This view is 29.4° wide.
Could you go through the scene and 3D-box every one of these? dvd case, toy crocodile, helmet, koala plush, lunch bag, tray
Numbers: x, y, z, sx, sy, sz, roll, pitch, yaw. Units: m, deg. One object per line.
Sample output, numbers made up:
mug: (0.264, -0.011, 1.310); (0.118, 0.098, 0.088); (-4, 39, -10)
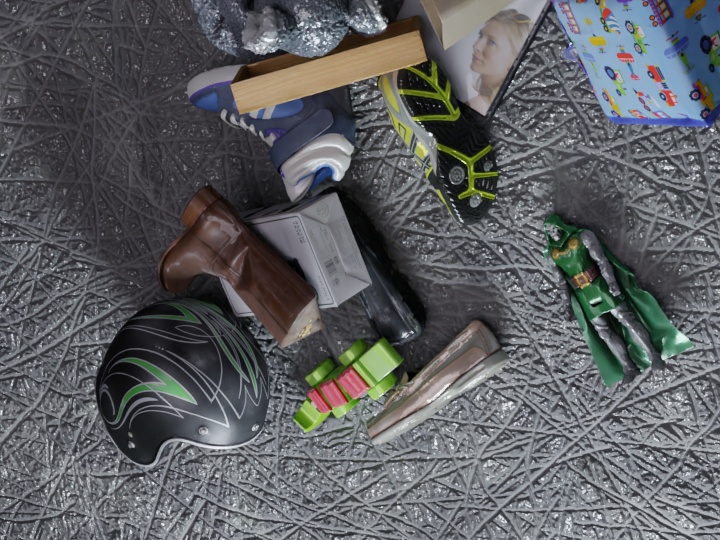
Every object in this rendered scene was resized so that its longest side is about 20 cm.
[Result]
dvd case: (0.121, -0.277, 1.434); (0.142, 0.018, 0.201); (33, 119, 9)
toy crocodile: (-0.017, 0.133, 1.615); (0.068, 0.062, 0.200); (51, 139, -3)
helmet: (-0.205, 0.130, 1.639); (0.190, 0.200, 0.201); (-31, 96, 36)
koala plush: (-0.073, -0.278, 1.394); (0.200, 0.176, 0.185); (42, 136, 46)
lunch bag: (0.262, -0.218, 1.327); (0.199, 0.094, 0.151); (2, 127, 60)
tray: (-0.031, -0.213, 1.421); (0.198, 0.099, 0.037); (-14, 108, 7)

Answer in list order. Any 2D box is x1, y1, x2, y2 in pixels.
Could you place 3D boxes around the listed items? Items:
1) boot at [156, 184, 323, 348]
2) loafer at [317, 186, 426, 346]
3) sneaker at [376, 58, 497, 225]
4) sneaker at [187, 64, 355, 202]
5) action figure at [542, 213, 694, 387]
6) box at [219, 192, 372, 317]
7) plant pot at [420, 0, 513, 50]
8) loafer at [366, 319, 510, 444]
boot: (-0.135, 0.027, 1.550); (0.200, 0.064, 0.187); (44, 142, 12)
loafer: (0.000, 0.000, 1.566); (0.070, 0.068, 0.201); (-28, 101, 20)
sneaker: (0.085, -0.141, 1.484); (0.076, 0.075, 0.201); (16, 135, 61)
sneaker: (-0.101, -0.148, 1.521); (0.198, 0.081, 0.148); (-3, 84, 18)
action figure: (0.255, 0.025, 1.479); (0.118, 0.055, 0.201); (-33, 91, 33)
box: (-0.088, -0.016, 1.561); (0.199, 0.060, 0.117); (-9, 107, 50)
plant pot: (0.112, -0.351, 1.299); (0.176, 0.200, 0.201); (-27, 90, 4)
loafer: (0.081, 0.130, 1.592); (0.199, 0.072, 0.063); (-36, 77, 24)
